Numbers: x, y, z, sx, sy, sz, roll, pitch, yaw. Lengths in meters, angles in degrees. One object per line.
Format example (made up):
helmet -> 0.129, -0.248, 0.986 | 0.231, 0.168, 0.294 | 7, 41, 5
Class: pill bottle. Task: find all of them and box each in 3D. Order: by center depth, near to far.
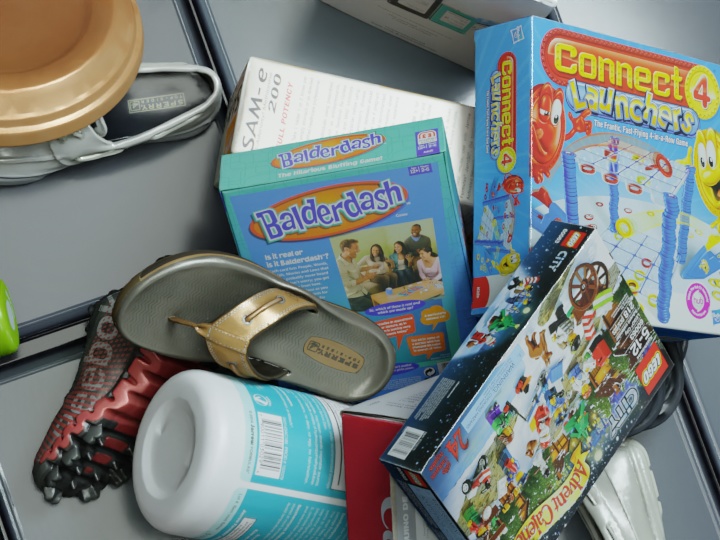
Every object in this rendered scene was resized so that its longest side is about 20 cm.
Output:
pill bottle -> -0.045, 0.138, 1.423 | 0.200, 0.111, 0.111 | 16, 78, -33

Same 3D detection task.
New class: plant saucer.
plant saucer -> -0.249, -0.172, 1.448 | 0.200, 0.037, 0.200 | 4, 53, -6

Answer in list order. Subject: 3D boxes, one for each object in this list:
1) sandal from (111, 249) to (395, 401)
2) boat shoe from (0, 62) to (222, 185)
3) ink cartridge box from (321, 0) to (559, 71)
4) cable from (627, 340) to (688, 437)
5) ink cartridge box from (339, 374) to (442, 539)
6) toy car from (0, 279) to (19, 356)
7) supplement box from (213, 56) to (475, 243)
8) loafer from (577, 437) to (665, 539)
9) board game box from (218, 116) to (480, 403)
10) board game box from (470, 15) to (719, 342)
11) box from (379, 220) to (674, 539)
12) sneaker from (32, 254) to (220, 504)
sandal -> -0.064, 0.046, 1.379 | 0.200, 0.055, 0.082 | 23, 107, -22
boat shoe -> -0.193, -0.108, 1.476 | 0.200, 0.066, 0.072 | -8, 83, -11
ink cartridge box -> 0.076, -0.250, 1.474 | 0.146, 0.200, 0.147 | 24, 78, -5
cable -> 0.166, 0.042, 1.497 | 0.163, 0.051, 0.200 | 31, 50, -25
ink cartridge box -> 0.048, 0.181, 1.371 | 0.176, 0.084, 0.200 | -15, 106, -49
toy car -> -0.335, -0.032, 1.409 | 0.164, 0.158, 0.200 | -13, 73, -2
supplement box -> 0.004, -0.083, 1.476 | 0.200, 0.126, 0.074 | 12, 80, -9
loafer -> 0.190, 0.218, 1.496 | 0.070, 0.070, 0.200 | -14, 77, -6
board game box -> 0.000, 0.000, 1.424 | 0.152, 0.045, 0.200 | -9, 127, 6
board game box -> 0.167, -0.058, 1.436 | 0.200, 0.056, 0.196 | 8, 79, -40
box -> 0.109, 0.087, 1.318 | 0.200, 0.038, 0.137 | -53, 130, -22
sneaker -> -0.163, 0.070, 1.454 | 0.200, 0.071, 0.098 | -50, 48, 8
